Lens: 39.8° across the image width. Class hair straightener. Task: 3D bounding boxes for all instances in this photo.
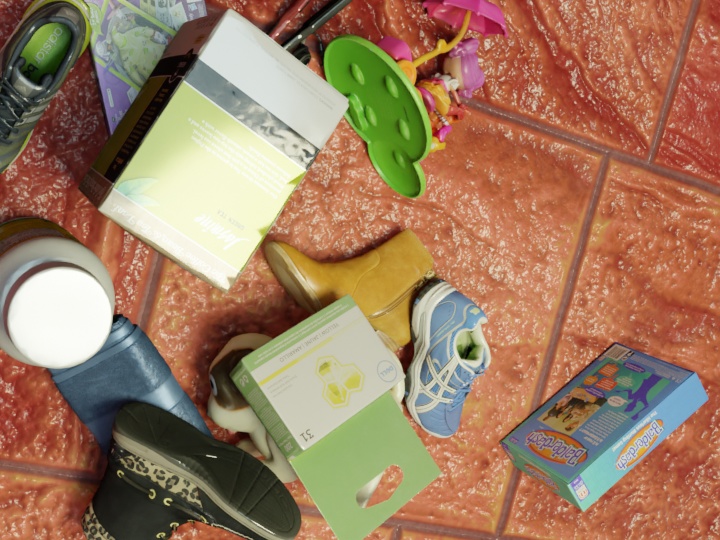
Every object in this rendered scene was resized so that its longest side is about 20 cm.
[{"bbox_3d":[-0.059,-0.229,1.019,0.077,0.041,0.200,43,82,-22],"label":"hair straightener"}]

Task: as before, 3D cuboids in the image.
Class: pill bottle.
[{"bbox_3d":[-0.281,0.020,0.881,0.112,0.200,0.114,-5,102,-25],"label":"pill bottle"}]

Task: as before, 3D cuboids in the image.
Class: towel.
[{"bbox_3d":[-0.219,0.141,0.992,0.111,0.049,0.201,-24,107,20],"label":"towel"}]

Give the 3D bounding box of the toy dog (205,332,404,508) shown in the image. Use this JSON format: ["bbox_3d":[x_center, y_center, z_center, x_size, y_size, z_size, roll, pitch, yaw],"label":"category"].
[{"bbox_3d":[-0.066,0.144,1.023,0.199,0.140,0.195,29,104,-13],"label":"toy dog"}]

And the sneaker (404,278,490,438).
[{"bbox_3d":[0.098,0.111,1.097,0.075,0.077,0.202,-31,132,-35],"label":"sneaker"}]

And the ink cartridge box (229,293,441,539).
[{"bbox_3d":[-0.013,0.142,0.956,0.145,0.048,0.201,-30,80,-36],"label":"ink cartridge box"}]

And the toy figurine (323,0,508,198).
[{"bbox_3d":[0.084,-0.206,1.048,0.184,0.150,0.201,-41,134,-22],"label":"toy figurine"}]

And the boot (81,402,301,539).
[{"bbox_3d":[-0.168,0.235,0.959,0.202,0.074,0.155,31,118,3],"label":"boot"}]

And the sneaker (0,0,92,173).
[{"bbox_3d":[-0.313,-0.164,0.898,0.073,0.081,0.201,30,99,-21],"label":"sneaker"}]

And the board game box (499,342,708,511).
[{"bbox_3d":[0.282,0.177,1.166,0.199,0.152,0.045,-37,111,-12],"label":"board game box"}]

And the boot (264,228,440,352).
[{"bbox_3d":[0.001,0.000,1.074,0.144,0.071,0.202,-47,117,-15],"label":"boot"}]

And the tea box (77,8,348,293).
[{"bbox_3d":[-0.141,-0.110,0.891,0.133,0.200,0.198,35,87,-22],"label":"tea box"}]

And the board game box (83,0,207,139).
[{"bbox_3d":[-0.197,-0.178,0.980,0.119,0.032,0.202,-15,104,-22],"label":"board game box"}]
